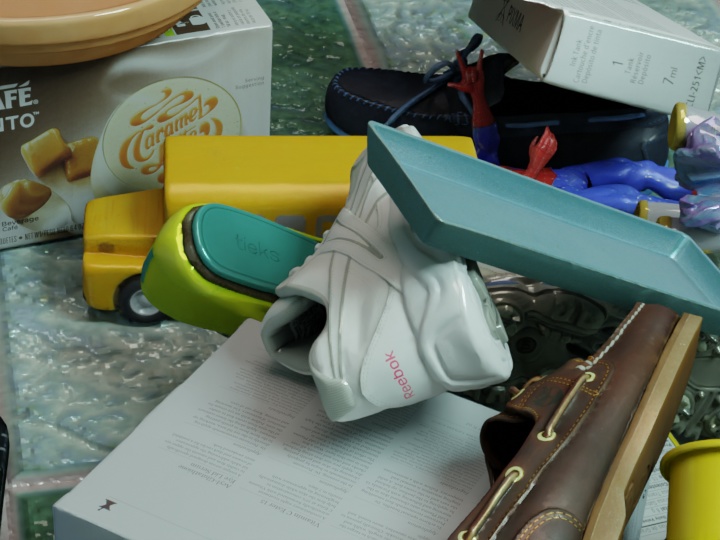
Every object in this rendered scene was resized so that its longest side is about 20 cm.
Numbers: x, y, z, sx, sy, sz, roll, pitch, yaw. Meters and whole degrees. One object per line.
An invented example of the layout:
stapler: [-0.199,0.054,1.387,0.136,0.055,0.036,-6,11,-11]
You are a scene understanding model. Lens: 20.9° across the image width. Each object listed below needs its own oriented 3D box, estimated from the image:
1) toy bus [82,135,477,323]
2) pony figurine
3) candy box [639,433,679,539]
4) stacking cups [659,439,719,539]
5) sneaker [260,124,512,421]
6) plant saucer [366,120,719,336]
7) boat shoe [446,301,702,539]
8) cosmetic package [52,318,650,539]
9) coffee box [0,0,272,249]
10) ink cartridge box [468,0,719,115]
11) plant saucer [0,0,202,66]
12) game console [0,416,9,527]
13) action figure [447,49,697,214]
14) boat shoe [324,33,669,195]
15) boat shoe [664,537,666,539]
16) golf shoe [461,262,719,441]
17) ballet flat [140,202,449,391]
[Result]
toy bus: [-0.041,-0.023,0.993,0.198,0.079,0.065,0,36,-5]
pony figurine: [0.242,-0.028,0.939,0.198,0.193,0.168,7,63,0]
candy box: [0.065,0.123,0.848,0.199,0.027,0.102,-10,41,-17]
stacking cups: [0.130,0.163,0.706,0.060,0.061,0.201,7,63,5]
sneaker: [0.000,0.000,0.850,0.099,0.078,0.200,-23,21,5]
plant saucer: [0.087,-0.012,0.822,0.199,0.019,0.070,17,27,-39]
boat shoe: [0.079,0.072,0.751,0.070,0.071,0.200,19,38,14]
cosmetic package: [-0.002,0.106,0.801,0.199,0.052,0.151,20,36,22]
coffee box: [-0.153,-0.085,1.038,0.199,0.115,0.080,-11,38,-20]
ink cartridge box: [0.085,-0.138,1.057,0.172,0.044,0.200,12,15,-11]
plant saucer: [-0.166,-0.156,1.008,0.199,0.038,0.201,0,32,0]
game console: [-0.238,0.089,0.792,0.174,0.117,0.201,0,37,-5]
action figure: [0.117,-0.064,1.038,0.198,0.100,0.065,-4,36,7]
boat shoe: [0.079,-0.097,1.112,0.198,0.069,0.084,8,36,6]
boat shoe: [0.202,0.146,0.758,0.199,0.075,0.093,25,81,25]
golf shoe: [0.134,0.021,0.933,0.199,0.079,0.097,13,31,-12]
ballet flat: [-0.016,0.020,0.936,0.199,0.067,0.067,19,49,-30]
